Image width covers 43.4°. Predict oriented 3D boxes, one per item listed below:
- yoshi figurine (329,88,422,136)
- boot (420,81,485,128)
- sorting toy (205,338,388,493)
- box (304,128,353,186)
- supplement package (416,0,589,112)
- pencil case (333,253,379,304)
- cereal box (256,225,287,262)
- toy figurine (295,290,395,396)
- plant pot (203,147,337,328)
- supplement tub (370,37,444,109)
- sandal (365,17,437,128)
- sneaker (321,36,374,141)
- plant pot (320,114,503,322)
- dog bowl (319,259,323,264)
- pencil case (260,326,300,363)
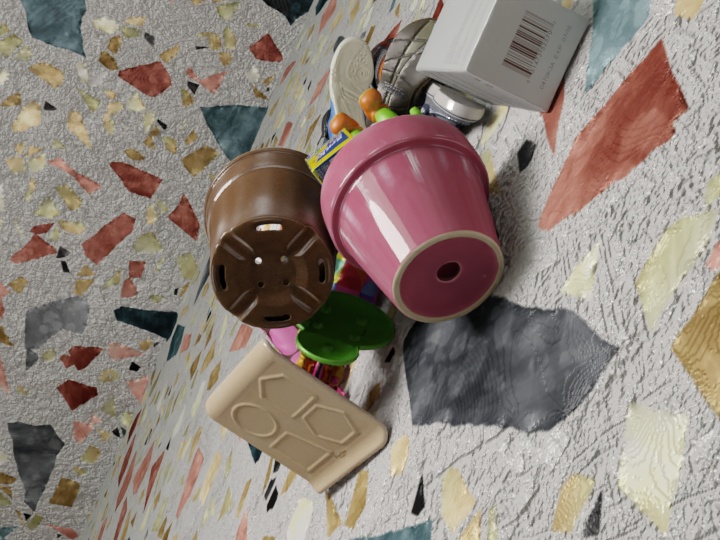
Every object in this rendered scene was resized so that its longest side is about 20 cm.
[{"bbox_3d":[0.043,-0.163,1.241,0.200,0.112,0.112,51,139,25],"label":"yoshi figurine"},{"bbox_3d":[0.118,-0.204,1.263,0.200,0.073,0.090,-95,25,-74],"label":"boot"},{"bbox_3d":[-0.084,0.187,1.161,0.185,0.200,0.036,-46,8,42],"label":"sorting toy"},{"bbox_3d":[0.017,-0.082,1.162,0.070,0.200,0.064,-38,23,3],"label":"box"},{"bbox_3d":[0.166,-0.273,1.103,0.117,0.117,0.200,-66,17,8],"label":"supplement package"},{"bbox_3d":[0.000,0.000,1.332,0.200,0.088,0.088,-68,17,3],"label":"pencil case"},{"bbox_3d":[-0.120,-0.074,1.416,0.200,0.039,0.144,-160,88,-72],"label":"cereal box"},{"bbox_3d":[-0.053,0.150,1.227,0.200,0.150,0.184,-66,-7,-66],"label":"toy figurine"},{"bbox_3d":[-0.111,-0.033,1.163,0.200,0.200,0.198,-61,14,20],"label":"plant pot"},{"bbox_3d":[0.074,-0.315,1.455,0.107,0.107,0.200,-64,17,12],"label":"supplement tub"},{"bbox_3d":[0.072,-0.278,1.330,0.055,0.082,0.200,-32,-32,-59],"label":"sandal"},{"bbox_3d":[-0.024,-0.280,1.494,0.111,0.077,0.200,-147,53,-73],"label":"sneaker"},{"bbox_3d":[0.069,-0.046,1.025,0.200,0.200,0.179,-58,34,29],"label":"plant pot"},{"bbox_3d":[-0.067,-0.078,1.446,0.200,0.074,0.200,-163,90,-71],"label":"dog bowl"},{"bbox_3d":[-0.110,0.092,1.367,0.091,0.200,0.094,-33,-8,-33],"label":"pencil case"}]
